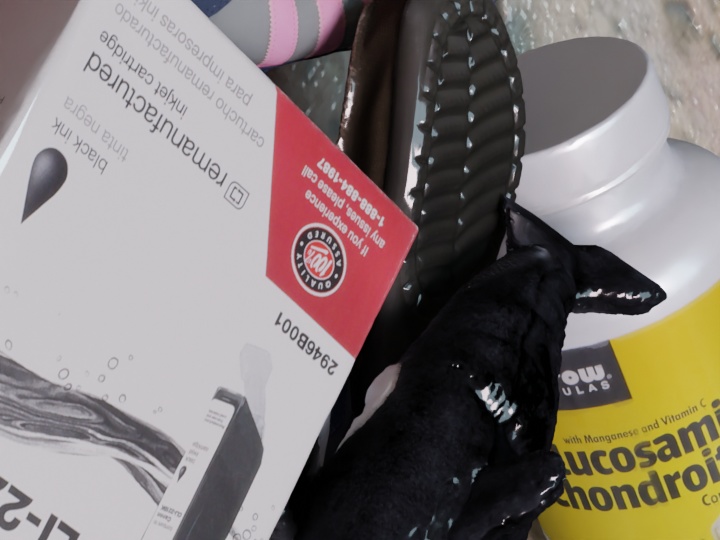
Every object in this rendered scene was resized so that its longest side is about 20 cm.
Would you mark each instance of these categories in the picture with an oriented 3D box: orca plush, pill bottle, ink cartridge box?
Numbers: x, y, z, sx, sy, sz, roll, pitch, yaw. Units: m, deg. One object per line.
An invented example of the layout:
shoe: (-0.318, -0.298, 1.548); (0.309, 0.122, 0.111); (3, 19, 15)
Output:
orca plush: (0.043, 0.065, 0.741); (0.200, 0.071, 0.105); (-47, 117, -36)
pill bottle: (0.095, 0.023, 0.901); (0.112, 0.112, 0.200); (-44, 123, -33)
ink cartridge box: (-0.090, 0.032, 0.680); (0.144, 0.084, 0.200); (43, 66, -40)

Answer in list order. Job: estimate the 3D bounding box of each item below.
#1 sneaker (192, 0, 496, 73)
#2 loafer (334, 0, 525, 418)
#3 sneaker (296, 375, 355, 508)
sneaker: (-0.034, -0.090, 0.804); (0.200, 0.070, 0.082); (7, 121, -52)
loafer: (0.000, 0.000, 0.811); (0.073, 0.071, 0.201); (-19, 121, -55)
sneaker: (-0.008, 0.104, 0.785); (0.108, 0.070, 0.201); (14, 76, -40)
